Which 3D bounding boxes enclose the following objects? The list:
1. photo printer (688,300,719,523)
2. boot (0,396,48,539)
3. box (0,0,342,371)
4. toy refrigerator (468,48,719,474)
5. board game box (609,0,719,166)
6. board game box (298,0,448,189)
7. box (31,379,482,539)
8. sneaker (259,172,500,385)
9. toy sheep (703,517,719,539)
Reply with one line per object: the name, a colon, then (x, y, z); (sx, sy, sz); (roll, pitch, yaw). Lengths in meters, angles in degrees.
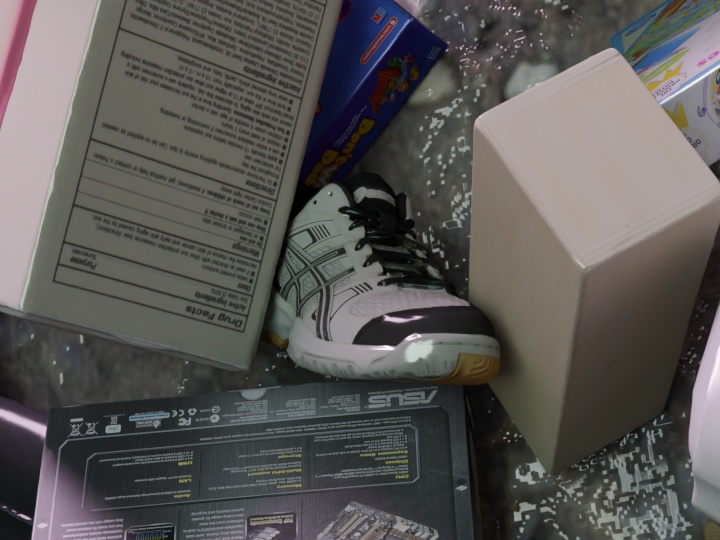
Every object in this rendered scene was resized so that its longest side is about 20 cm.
photo printer: (0.206, 0.024, 0.586); (0.165, 0.070, 0.200); (10, 48, 18)
boot: (-0.183, 0.075, 0.881); (0.199, 0.066, 0.166); (24, 128, 31)
box: (-0.103, -0.067, 0.797); (0.109, 0.127, 0.201); (9, 83, 52)
toy refrigerator: (0.092, 0.003, 0.703); (0.070, 0.200, 0.076); (-28, 64, -11)
board game box: (0.198, -0.121, 0.717); (0.200, 0.135, 0.034); (-33, 106, 19)
board game box: (-0.068, -0.082, 0.895); (0.134, 0.045, 0.200); (44, 101, 28)
box: (-0.045, 0.127, 0.758); (0.199, 0.048, 0.159); (-6, 49, 5)
sneaker: (0.000, 0.000, 0.775); (0.200, 0.075, 0.088); (17, 98, 63)
toy sheep: (0.193, 0.138, 0.639); (0.138, 0.200, 0.138); (-41, 29, 29)
